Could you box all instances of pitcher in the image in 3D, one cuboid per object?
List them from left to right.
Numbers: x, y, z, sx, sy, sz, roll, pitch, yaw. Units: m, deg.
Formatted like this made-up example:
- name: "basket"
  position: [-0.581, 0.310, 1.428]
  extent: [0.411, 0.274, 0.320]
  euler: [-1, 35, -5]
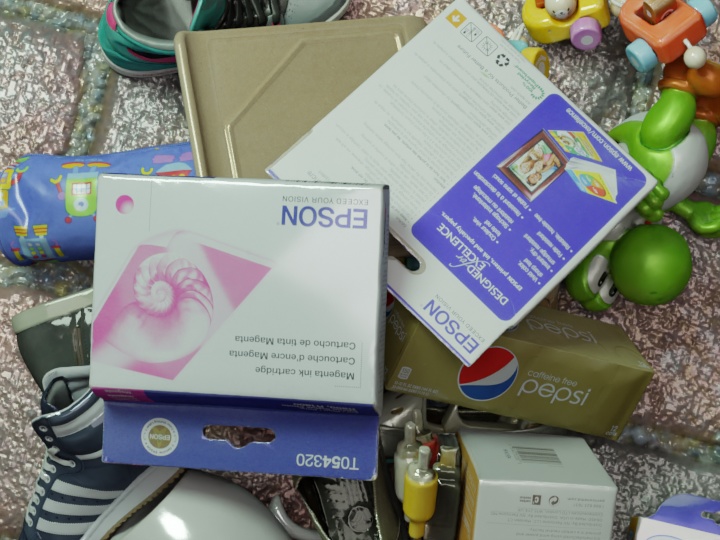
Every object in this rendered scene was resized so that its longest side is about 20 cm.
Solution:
- name: "pitcher"
  position: [-0.069, 0.224, 1.357]
  extent: [0.200, 0.121, 0.172]
  euler: [46, 65, -6]

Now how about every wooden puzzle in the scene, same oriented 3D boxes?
- name: "wooden puzzle"
  position: [-0.027, -0.090, 1.338]
  extent: [0.199, 0.037, 0.185]
  euler: [-5, 72, -19]

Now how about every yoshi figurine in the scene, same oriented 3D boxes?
- name: "yoshi figurine"
  position: [0.231, -0.053, 1.391]
  extent: [0.112, 0.112, 0.200]
  euler: [30, 85, -6]

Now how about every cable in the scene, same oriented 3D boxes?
- name: "cable"
  position: [0.040, 0.194, 1.318]
  extent: [0.050, 0.097, 0.201]
  euler: [6, 109, -1]

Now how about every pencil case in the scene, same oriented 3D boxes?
- name: "pencil case"
  position: [-0.170, -0.054, 1.378]
  extent: [0.199, 0.078, 0.087]
  euler: [-6, 85, 11]

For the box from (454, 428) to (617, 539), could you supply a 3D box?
- name: "box"
  position: [0.111, 0.226, 1.317]
  extent: [0.097, 0.124, 0.201]
  euler: [4, 100, -5]

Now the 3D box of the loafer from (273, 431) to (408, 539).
- name: "loafer"
  position: [-0.018, 0.124, 1.318]
  extent: [0.075, 0.070, 0.200]
  euler: [-25, 84, 3]

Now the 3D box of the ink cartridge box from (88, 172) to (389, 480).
- name: "ink cartridge box"
  position: [-0.081, 0.038, 1.247]
  extent: [0.196, 0.043, 0.201]
  euler: [2, 91, 9]

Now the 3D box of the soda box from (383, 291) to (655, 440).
- name: "soda box"
  position: [0.106, 0.062, 1.337]
  extent: [0.200, 0.068, 0.064]
  euler: [13, 115, -26]

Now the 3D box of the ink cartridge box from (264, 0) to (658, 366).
- name: "ink cartridge box"
  position: [0.068, -0.060, 1.301]
  extent: [0.198, 0.043, 0.200]
  euler: [45, 71, 8]

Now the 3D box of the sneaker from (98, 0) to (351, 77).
- name: "sneaker"
  position: [-0.102, -0.203, 1.394]
  extent: [0.199, 0.121, 0.084]
  euler: [-16, 84, -3]

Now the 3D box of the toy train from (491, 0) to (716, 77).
- name: "toy train"
  position: [0.153, -0.167, 1.384]
  extent: [0.200, 0.056, 0.150]
  euler: [-34, 43, -3]

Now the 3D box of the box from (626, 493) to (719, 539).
- name: "box"
  position: [0.245, 0.270, 1.388]
  extent: [0.119, 0.041, 0.201]
  euler: [14, 81, 1]

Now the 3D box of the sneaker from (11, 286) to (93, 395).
- name: "sneaker"
  position: [-0.150, 0.052, 1.394]
  extent: [0.200, 0.075, 0.106]
  euler: [-19, 88, 6]

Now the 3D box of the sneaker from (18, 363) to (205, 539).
- name: "sneaker"
  position: [-0.216, 0.145, 1.340]
  extent: [0.108, 0.070, 0.200]
  euler: [40, 110, -22]

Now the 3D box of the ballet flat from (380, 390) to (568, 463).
- name: "ballet flat"
  position: [0.056, 0.110, 1.386]
  extent: [0.199, 0.067, 0.064]
  euler: [6, 105, -6]

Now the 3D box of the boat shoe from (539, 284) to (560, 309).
- name: "boat shoe"
  position: [0.120, -0.012, 1.404]
  extent: [0.071, 0.065, 0.201]
  euler: [9, 83, 0]

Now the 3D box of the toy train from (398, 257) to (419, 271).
- name: "toy train"
  position: [0.000, 0.000, 1.386]
  extent: [0.150, 0.056, 0.200]
  euler: [34, 81, 23]
